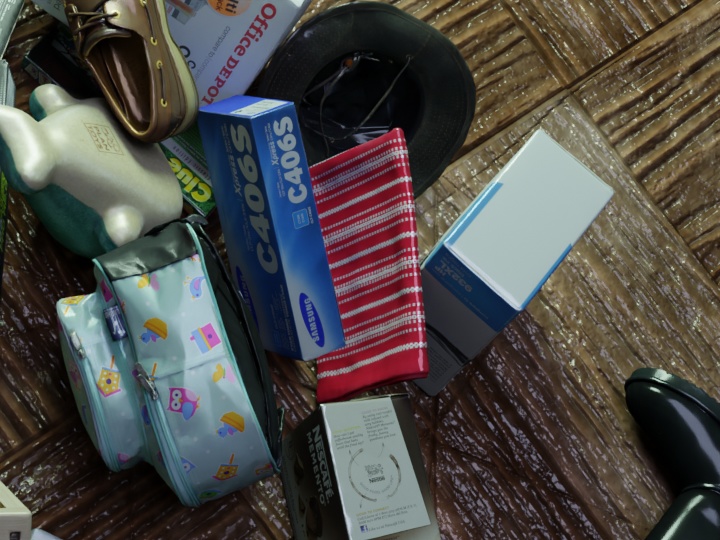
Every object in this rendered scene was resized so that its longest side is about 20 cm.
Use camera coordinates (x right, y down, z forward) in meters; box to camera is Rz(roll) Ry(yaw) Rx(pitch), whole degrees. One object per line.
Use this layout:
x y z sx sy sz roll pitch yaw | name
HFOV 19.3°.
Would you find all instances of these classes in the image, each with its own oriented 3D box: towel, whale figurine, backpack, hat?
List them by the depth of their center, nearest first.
-0.141 0.081 1.600 0.153 0.176 0.201 -27 85 -7 | backpack
-0.227 -0.069 1.636 0.160 0.104 0.200 60 22 19 | whale figurine
0.000 0.000 1.690 0.022 0.144 0.201 1 78 -35 | towel
-0.007 -0.145 1.794 0.200 0.202 0.081 -9 27 -19 | hat

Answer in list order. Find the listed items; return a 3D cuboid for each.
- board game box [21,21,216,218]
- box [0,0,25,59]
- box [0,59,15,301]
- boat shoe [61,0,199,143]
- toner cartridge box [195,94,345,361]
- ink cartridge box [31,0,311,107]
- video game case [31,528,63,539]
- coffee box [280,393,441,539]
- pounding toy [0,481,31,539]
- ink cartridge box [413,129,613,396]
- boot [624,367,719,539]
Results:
-0.175 -0.139 1.764 0.200 0.023 0.105 42 57 0 | board game box
-0.366 -0.255 1.721 0.198 0.050 0.201 22 63 -11 | box
-0.351 -0.064 1.620 0.159 0.044 0.201 1 68 0 | box
-0.189 -0.192 1.632 0.201 0.072 0.068 66 22 -7 | boat shoe
-0.071 -0.034 1.671 0.043 0.095 0.201 -20 107 -27 | toner cartridge box
-0.141 -0.247 1.726 0.200 0.145 0.145 34 33 -5 | ink cartridge box
-0.190 0.314 1.570 0.199 0.022 0.183 27 62 -10 | video game case
0.005 0.209 1.640 0.079 0.113 0.201 -5 71 -23 | coffee box
-0.342 0.179 1.484 0.183 0.200 0.143 1 97 -22 | pounding toy
0.100 -0.003 1.716 0.084 0.200 0.145 40 60 0 | ink cartridge box
0.271 0.198 1.778 0.198 0.073 0.163 40 63 -3 | boot
